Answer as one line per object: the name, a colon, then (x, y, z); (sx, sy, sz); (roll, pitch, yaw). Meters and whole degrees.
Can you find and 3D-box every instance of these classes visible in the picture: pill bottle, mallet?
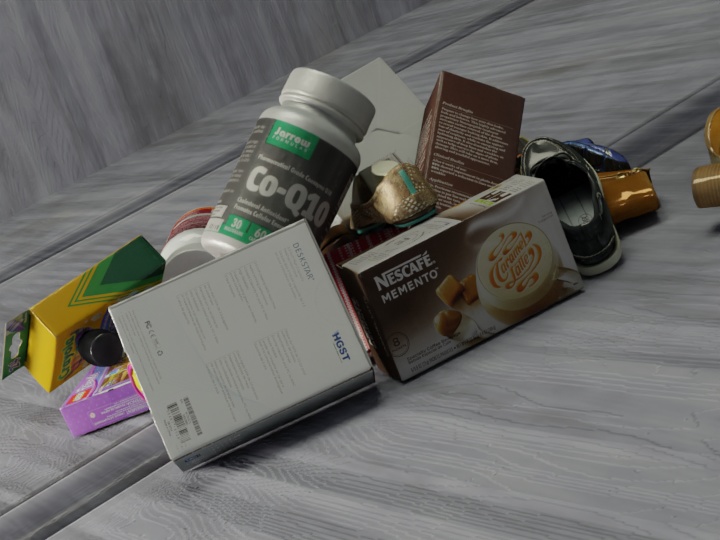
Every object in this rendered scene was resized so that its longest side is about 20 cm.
pill bottle: (-0.068, -0.091, 1.622); (0.113, 0.113, 0.201); (5, 68, 62)
pill bottle: (-0.195, -0.007, 2.037); (0.109, 0.110, 0.200); (-21, 14, 6)
mallet: (-0.221, 0.055, 1.839); (0.199, 0.041, 0.066); (-24, 11, -13)

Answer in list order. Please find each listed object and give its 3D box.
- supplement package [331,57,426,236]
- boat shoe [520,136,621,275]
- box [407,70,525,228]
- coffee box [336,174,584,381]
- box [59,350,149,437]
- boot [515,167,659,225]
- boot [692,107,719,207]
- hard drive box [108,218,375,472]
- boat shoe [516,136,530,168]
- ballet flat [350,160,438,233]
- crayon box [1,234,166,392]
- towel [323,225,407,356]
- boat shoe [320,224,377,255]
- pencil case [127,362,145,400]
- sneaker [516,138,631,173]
supplement package: (-0.026, -0.096, 1.858); (0.191, 0.147, 0.200); (-33, -16, -32)
boat shoe: (0.197, -0.081, 1.609); (0.074, 0.066, 0.200); (-24, 42, 10)
box: (0.109, -0.108, 1.742); (0.075, 0.099, 0.201); (117, 168, -53)
coffee box: (0.092, 0.005, 1.528); (0.199, 0.115, 0.080); (-26, 14, -12)
box: (-0.240, 0.109, 1.822); (0.136, 0.039, 0.200); (-21, 14, 14)
boot: (0.236, -0.077, 1.723); (0.143, 0.071, 0.201); (-17, 19, 1)
boot: (0.403, -0.115, 1.569); (0.143, 0.071, 0.201); (-9, 22, 25)
hard drive box: (-0.106, 0.069, 1.494); (0.199, 0.157, 0.077); (-24, -14, -4)
boat shoe: (0.170, -0.131, 2.013); (0.060, 0.073, 0.201); (4, 2, -7)
ballet flat: (0.027, -0.077, 1.630); (0.070, 0.066, 0.200); (-27, 5, -17)
crayon box: (-0.319, 0.059, 1.891); (0.199, 0.052, 0.126); (-36, -19, -32)
towel: (-0.024, 0.041, 1.623); (0.198, 0.023, 0.145); (-23, 50, 0)
boat shoe: (0.000, 0.000, 1.768); (0.070, 0.070, 0.200); (-45, -13, 11)
pencil case: (-0.155, 0.058, 1.698); (0.088, 0.089, 0.200); (-4, 40, 52)
sneaker: (0.247, -0.120, 1.834); (0.078, 0.076, 0.200); (-24, 15, -19)
